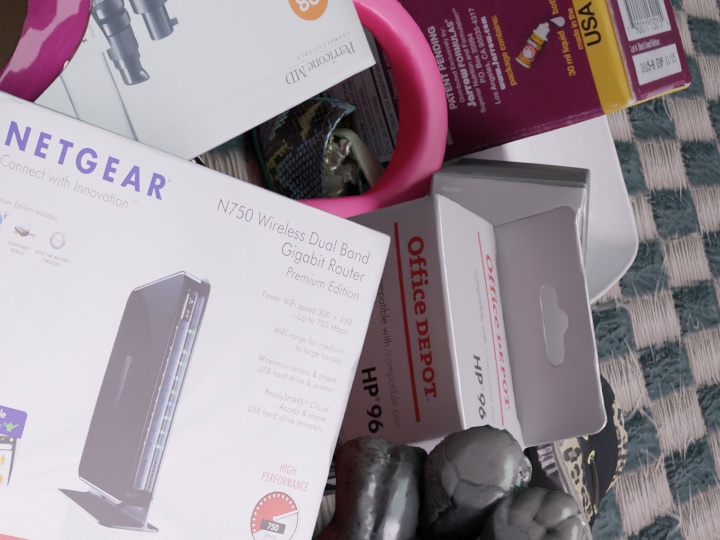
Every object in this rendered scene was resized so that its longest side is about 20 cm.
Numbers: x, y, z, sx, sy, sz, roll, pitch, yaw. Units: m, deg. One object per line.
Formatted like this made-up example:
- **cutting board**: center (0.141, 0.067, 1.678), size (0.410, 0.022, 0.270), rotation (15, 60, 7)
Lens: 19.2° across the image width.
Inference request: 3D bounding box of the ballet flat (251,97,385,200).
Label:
- **ballet flat**: center (0.000, 0.000, 1.159), size (0.074, 0.074, 0.200), rotation (-40, 113, -63)

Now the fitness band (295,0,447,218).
- **fitness band**: center (-0.037, -0.085, 1.083), size (0.200, 0.037, 0.144), rotation (-6, 81, -41)

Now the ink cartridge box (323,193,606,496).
- **ink cartridge box**: center (0.005, 0.037, 0.992), size (0.068, 0.200, 0.116), rotation (24, 55, -59)

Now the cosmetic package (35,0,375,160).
- **cosmetic package**: center (-0.101, -0.122, 0.937), size (0.200, 0.052, 0.151), rotation (-31, 109, -34)

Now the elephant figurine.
- **elephant figurine**: center (0.036, 0.158, 0.951), size (0.200, 0.155, 0.142), rotation (92, -10, -69)

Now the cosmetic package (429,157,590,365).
- **cosmetic package**: center (0.082, -0.005, 1.158), size (0.200, 0.090, 0.107), rotation (-34, 128, -78)

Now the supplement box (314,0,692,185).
- **supplement box**: center (0.068, -0.121, 1.208), size (0.131, 0.200, 0.103), rotation (-24, 99, -64)

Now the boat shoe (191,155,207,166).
- **boat shoe**: center (-0.095, 0.019, 0.937), size (0.072, 0.068, 0.200), rotation (51, 39, -32)

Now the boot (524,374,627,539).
- **boot**: center (0.112, 0.081, 1.346), size (0.154, 0.073, 0.204), rotation (-44, 119, -65)

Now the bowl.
- **bowl**: center (0.103, -0.073, 1.404), size (0.200, 0.075, 0.200), rotation (-33, 108, -64)

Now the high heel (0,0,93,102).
- **high heel**: center (-0.161, -0.084, 0.807), size (0.096, 0.067, 0.200), rotation (17, 82, -55)

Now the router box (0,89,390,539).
- **router box**: center (-0.096, 0.044, 0.819), size (0.200, 0.049, 0.180), rotation (19, 84, -40)
